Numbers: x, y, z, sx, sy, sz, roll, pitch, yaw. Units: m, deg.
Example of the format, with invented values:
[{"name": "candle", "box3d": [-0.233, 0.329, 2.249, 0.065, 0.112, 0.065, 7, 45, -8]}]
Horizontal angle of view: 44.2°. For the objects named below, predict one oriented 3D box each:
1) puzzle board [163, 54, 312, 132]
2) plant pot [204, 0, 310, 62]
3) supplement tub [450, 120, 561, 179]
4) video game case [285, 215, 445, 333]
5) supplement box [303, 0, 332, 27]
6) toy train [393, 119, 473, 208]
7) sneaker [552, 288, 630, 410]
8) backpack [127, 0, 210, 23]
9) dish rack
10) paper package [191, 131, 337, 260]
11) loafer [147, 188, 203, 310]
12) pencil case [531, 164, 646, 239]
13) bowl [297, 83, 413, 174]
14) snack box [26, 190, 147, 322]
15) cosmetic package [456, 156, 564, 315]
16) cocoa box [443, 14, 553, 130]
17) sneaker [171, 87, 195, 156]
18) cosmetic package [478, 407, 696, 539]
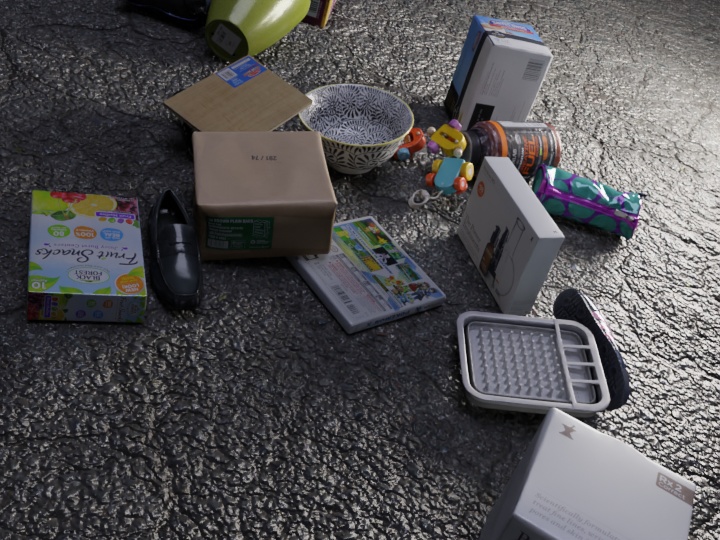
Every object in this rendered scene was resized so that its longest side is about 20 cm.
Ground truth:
[{"name": "puzzle board", "box3d": [-0.194, -0.267, 1.428, 0.150, 0.018, 0.200, 37, 51, 16]}, {"name": "plant pot", "box3d": [-0.218, -0.498, 1.713, 0.184, 0.188, 0.202, 22, 52, 5]}, {"name": "supplement tub", "box3d": [0.262, -0.218, 1.617, 0.197, 0.108, 0.108, -5, 43, -28]}, {"name": "video game case", "box3d": [0.000, 0.000, 1.301, 0.180, 0.022, 0.200, -14, 48, -36]}, {"name": "supplement box", "box3d": [-0.095, -0.650, 1.970, 0.101, 0.132, 0.201, 17, 36, -3]}, {"name": "toy train", "box3d": [0.123, -0.184, 1.548, 0.148, 0.056, 0.202, -24, 49, 11]}, {"name": "sneaker", "box3d": [0.350, 0.116, 1.280, 0.081, 0.070, 0.202, 23, 40, -38]}, {"name": "backpack", "box3d": [-0.363, -0.606, 1.748, 0.197, 0.193, 0.155, 15, 21, -5]}, {"name": "dish rack", "box3d": [0.227, 0.132, 1.204, 0.196, 0.044, 0.173, 7, 39, -4]}, {"name": "paper package", "box3d": [-0.143, -0.112, 1.283, 0.196, 0.105, 0.192, -2, 41, -12]}, {"name": "loafer", "box3d": [-0.250, -0.030, 1.185, 0.067, 0.071, 0.202, -1, 42, -23]}, {"name": "pencil case", "box3d": [0.401, -0.123, 1.577, 0.197, 0.087, 0.092, 16, 10, -4]}, {"name": "bowl", "box3d": [-0.013, -0.227, 1.504, 0.197, 0.095, 0.202, 5, 40, -4]}, {"name": "snack box", "box3d": [-0.353, -0.021, 1.142, 0.140, 0.054, 0.202, 2, 41, -20]}, {"name": "cosmetic package", "box3d": [0.224, -0.055, 1.361, 0.051, 0.152, 0.201, 0, 40, -23]}, {"name": "cocoa box", "box3d": [0.262, -0.368, 1.722, 0.131, 0.202, 0.132, 5, 38, -17]}, {"name": "sneaker", "box3d": [-0.255, -0.229, 1.428, 0.079, 0.074, 0.200, -20, 52, -38]}, {"name": "cosmetic package", "box3d": [0.209, 0.288, 0.889, 0.163, 0.202, 0.165, 27, 37, 11]}]
